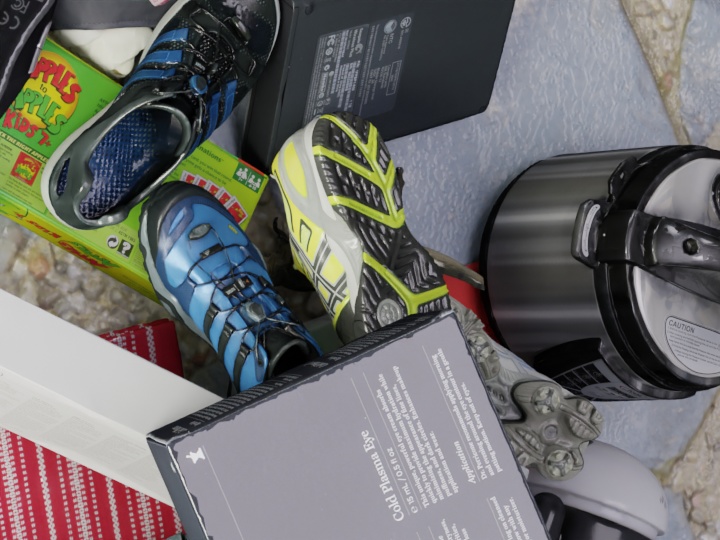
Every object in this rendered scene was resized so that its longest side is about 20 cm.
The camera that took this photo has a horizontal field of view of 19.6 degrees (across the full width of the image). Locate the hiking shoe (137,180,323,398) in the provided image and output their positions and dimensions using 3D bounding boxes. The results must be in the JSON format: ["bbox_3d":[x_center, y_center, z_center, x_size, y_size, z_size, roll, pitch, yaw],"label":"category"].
[{"bbox_3d":[-0.065,0.030,1.295,0.074,0.087,0.201,-37,106,-27],"label":"hiking shoe"}]

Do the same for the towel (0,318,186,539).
[{"bbox_3d":[-0.191,0.119,1.311,0.199,0.022,0.146,-14,100,-31],"label":"towel"}]

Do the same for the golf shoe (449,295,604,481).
[{"bbox_3d":[0.068,0.071,1.420,0.200,0.097,0.078,38,90,-16],"label":"golf shoe"}]

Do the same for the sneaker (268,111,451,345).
[{"bbox_3d":[0.000,0.000,1.341,0.075,0.076,0.201,-14,88,-39],"label":"sneaker"}]

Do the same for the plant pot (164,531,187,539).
[{"bbox_3d":[-0.138,0.277,1.264,0.133,0.200,0.201,-19,102,-4],"label":"plant pot"}]

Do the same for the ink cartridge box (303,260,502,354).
[{"bbox_3d":[0.040,0.094,1.448,0.199,0.050,0.162,-18,101,-30],"label":"ink cartridge box"}]

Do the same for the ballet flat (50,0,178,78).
[{"bbox_3d":[-0.135,-0.154,1.319,0.199,0.073,0.074,0,90,-35],"label":"ballet flat"}]

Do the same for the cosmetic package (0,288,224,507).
[{"bbox_3d":[-0.164,0.077,1.254,0.199,0.082,0.051,28,61,-22],"label":"cosmetic package"}]

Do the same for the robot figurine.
[{"bbox_3d":[0.142,0.217,1.472,0.124,0.150,0.201,22,79,-14],"label":"robot figurine"}]

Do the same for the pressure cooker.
[{"bbox_3d":[0.201,-0.002,1.458,0.176,0.199,0.179,-34,109,-33],"label":"pressure cooker"}]

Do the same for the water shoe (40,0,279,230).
[{"bbox_3d":[-0.107,-0.099,1.257,0.071,0.079,0.200,43,78,-25],"label":"water shoe"}]

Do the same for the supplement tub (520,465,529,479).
[{"bbox_3d":[0.021,0.204,1.327,0.144,0.144,0.201,22,83,-31],"label":"supplement tub"}]

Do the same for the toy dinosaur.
[{"bbox_3d":[-0.008,-0.026,1.410,0.199,0.047,0.089,-3,95,-25],"label":"toy dinosaur"}]

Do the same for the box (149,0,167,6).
[{"bbox_3d":[-0.127,-0.279,1.269,0.201,0.095,0.100,56,39,-8],"label":"box"}]

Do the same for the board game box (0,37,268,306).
[{"bbox_3d":[-0.164,-0.061,1.311,0.200,0.048,0.102,32,73,-30],"label":"board game box"}]

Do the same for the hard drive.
[{"bbox_3d":[0.017,-0.146,1.392,0.199,0.033,0.140,-18,136,-34],"label":"hard drive"}]

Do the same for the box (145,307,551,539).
[{"bbox_3d":[0.000,0.149,1.197,0.181,0.104,0.201,-23,92,-14],"label":"box"}]

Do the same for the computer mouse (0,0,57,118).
[{"bbox_3d":[-0.255,-0.135,1.232,0.140,0.046,0.201,18,84,5],"label":"computer mouse"}]
